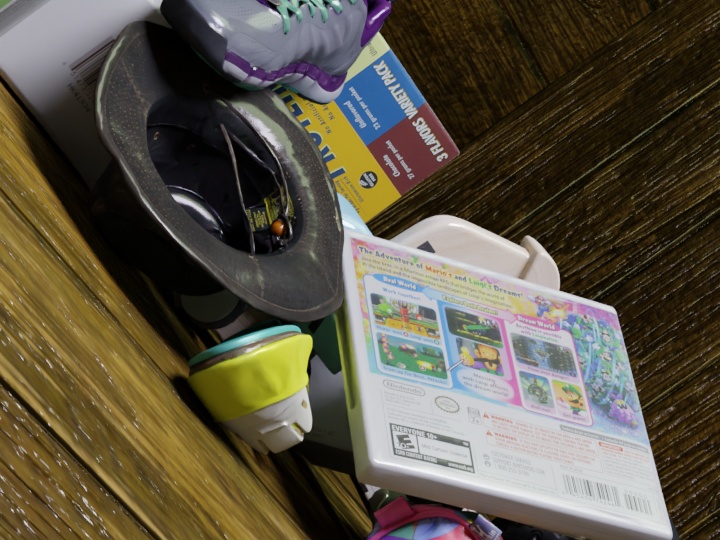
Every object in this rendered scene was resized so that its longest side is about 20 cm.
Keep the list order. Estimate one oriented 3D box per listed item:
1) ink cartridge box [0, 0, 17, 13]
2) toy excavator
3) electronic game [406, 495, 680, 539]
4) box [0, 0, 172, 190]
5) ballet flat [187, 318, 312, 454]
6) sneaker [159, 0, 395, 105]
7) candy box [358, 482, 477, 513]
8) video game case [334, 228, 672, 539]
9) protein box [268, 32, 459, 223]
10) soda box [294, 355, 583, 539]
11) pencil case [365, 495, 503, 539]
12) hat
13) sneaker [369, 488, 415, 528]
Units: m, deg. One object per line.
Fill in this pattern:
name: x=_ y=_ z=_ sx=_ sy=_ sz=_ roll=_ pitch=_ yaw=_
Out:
ink cartridge box: x=-0.185 y=-0.167 z=1.160 sx=0.059 sy=0.104 sz=0.200 roll=54 pitch=2 yaw=-14
toy excavator: x=0.000 y=0.000 z=1.417 sx=0.195 sy=0.200 sz=0.100 roll=52 pitch=3 yaw=-22
electronic game: x=0.119 y=0.192 z=1.540 sx=0.200 sy=0.199 sz=0.042 roll=55 pitch=33 yaw=-17
box: x=-0.174 y=-0.157 z=1.390 sx=0.125 sy=0.097 sz=0.200 roll=54 pitch=3 yaw=-34
ballet flat: x=-0.050 y=0.064 z=1.238 sx=0.200 sy=0.066 sz=0.067 roll=-61 pitch=130 yaw=-89
sneaker: x=-0.044 y=-0.154 z=1.324 sx=0.074 sy=0.088 sz=0.200 roll=46 pitch=14 yaw=14
candy box: x=0.058 y=0.194 z=1.731 sx=0.137 sy=0.061 sz=0.200 roll=55 pitch=2 yaw=-26
video game case: x=0.079 y=0.069 z=1.338 sx=0.199 sy=0.024 sz=0.183 roll=16 pitch=41 yaw=-23
protein box: x=-0.071 y=-0.104 z=1.540 sx=0.135 sy=0.198 sz=0.200 roll=53 pitch=3 yaw=-27
soda box: x=0.054 y=0.105 z=1.446 sx=0.199 sy=0.068 sz=0.064 roll=13 pitch=-19 yaw=25
pencil case: x=0.046 y=0.177 z=1.361 sx=0.089 sy=0.088 sz=0.200 roll=55 pitch=-1 yaw=10
hat: x=-0.097 y=-0.041 z=1.280 sx=0.200 sy=0.081 sz=0.201 roll=39 pitch=35 yaw=-34
sneaker: x=0.076 y=0.218 z=1.510 sx=0.200 sy=0.077 sz=0.078 roll=54 pitch=4 yaw=-11
